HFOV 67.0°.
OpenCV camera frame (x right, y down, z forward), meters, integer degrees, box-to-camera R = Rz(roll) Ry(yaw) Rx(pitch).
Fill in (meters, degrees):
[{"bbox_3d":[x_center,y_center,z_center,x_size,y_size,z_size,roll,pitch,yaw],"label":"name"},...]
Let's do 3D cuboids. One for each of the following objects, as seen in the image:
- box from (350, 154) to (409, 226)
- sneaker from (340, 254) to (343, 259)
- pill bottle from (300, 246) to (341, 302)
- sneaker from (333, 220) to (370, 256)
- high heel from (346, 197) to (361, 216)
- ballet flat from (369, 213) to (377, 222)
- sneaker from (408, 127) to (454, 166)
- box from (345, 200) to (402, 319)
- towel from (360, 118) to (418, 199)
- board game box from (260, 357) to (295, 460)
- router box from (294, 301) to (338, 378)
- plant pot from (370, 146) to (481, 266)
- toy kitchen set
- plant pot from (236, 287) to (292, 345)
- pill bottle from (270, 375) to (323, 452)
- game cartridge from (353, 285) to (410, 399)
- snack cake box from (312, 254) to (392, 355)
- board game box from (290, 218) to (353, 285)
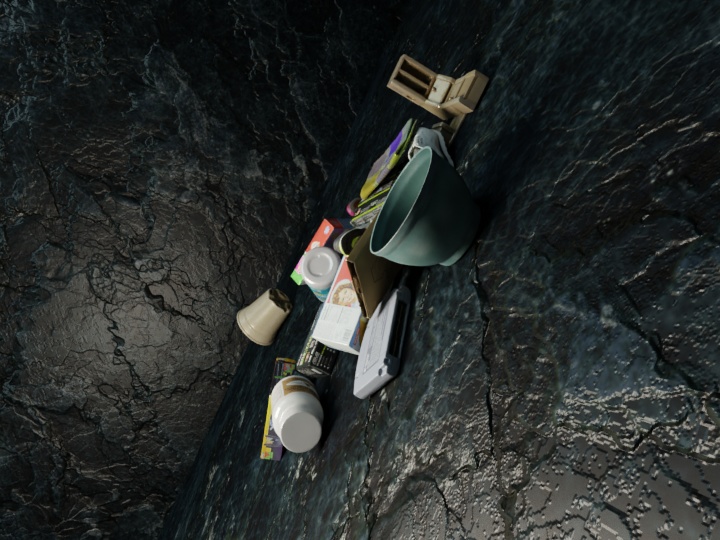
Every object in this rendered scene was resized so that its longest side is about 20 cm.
[{"bbox_3d":[0.081,-0.202,1.334,0.199,0.047,0.195,-24,34,42],"label":"box"},{"bbox_3d":[-0.003,-0.071,1.507,0.200,0.070,0.083,-50,17,41],"label":"sneaker"},{"bbox_3d":[-0.086,0.021,1.462,0.200,0.109,0.112,63,-132,-67],"label":"pill bottle"},{"bbox_3d":[0.022,-0.085,1.234,0.081,0.198,0.075,9,113,57],"label":"sneaker"},{"bbox_3d":[0.003,-0.140,1.470,0.096,0.068,0.199,-42,-19,27],"label":"high heel"},{"bbox_3d":[0.042,-0.079,1.148,0.068,0.068,0.202,11,61,33],"label":"ballet flat"},{"bbox_3d":[0.141,-0.268,1.211,0.077,0.079,0.201,-63,28,31],"label":"sneaker"},{"bbox_3d":[0.042,-0.031,1.070,0.201,0.021,0.165,-56,-33,-32],"label":"box"},{"bbox_3d":[0.064,-0.266,1.310,0.200,0.023,0.145,-42,20,56],"label":"towel"},{"bbox_3d":[-0.214,0.360,1.423,0.166,0.056,0.203,-97,17,-65],"label":"board game box"},{"bbox_3d":[-0.093,0.173,1.413,0.150,0.061,0.202,-36,30,65],"label":"router box"},{"bbox_3d":[0.121,-0.089,0.936,0.202,0.133,0.201,-57,14,23],"label":"plant pot"},{"bbox_3d":[0.159,-0.401,1.277,0.165,0.179,0.200,-63,14,3],"label":"toy kitchen set"},{"bbox_3d":[-0.395,0.184,2.326,0.183,0.200,0.201,-45,19,20],"label":"plant pot"},{"bbox_3d":[-0.141,0.320,1.216,0.116,0.113,0.200,-63,13,2],"label":"pill bottle"},{"bbox_3d":[0.040,0.139,1.036,0.133,0.040,0.202,-45,23,45],"label":"game cartridge"},{"bbox_3d":[-0.013,0.073,1.182,0.114,0.067,0.202,7,68,43],"label":"snack cake box"},{"bbox_3d":[-0.093,-0.053,1.528,0.152,0.040,0.201,-8,-44,-58],"label":"board game box"}]
